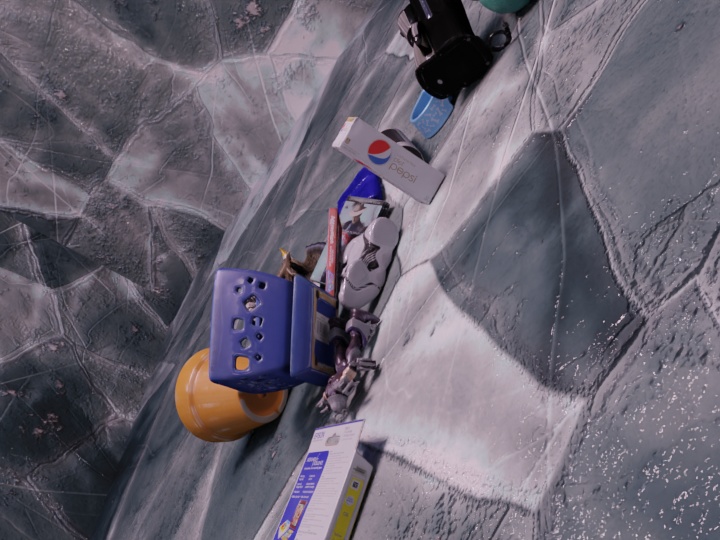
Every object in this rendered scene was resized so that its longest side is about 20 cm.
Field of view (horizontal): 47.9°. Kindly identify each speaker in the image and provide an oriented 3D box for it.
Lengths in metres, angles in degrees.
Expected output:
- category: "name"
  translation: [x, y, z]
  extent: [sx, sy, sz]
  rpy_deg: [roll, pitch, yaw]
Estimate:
- category: "speaker"
  translation: [0.076, -0.239, 1.679]
  extent: [0.082, 0.081, 0.200]
  rpy_deg: [-56, 17, 14]

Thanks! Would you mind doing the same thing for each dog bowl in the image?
- category: "dog bowl"
  translation: [0.167, -0.373, 1.681]
  extent: [0.202, 0.049, 0.111]
  rpy_deg: [-64, 17, -8]

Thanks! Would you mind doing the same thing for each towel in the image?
- category: "towel"
  translation: [-0.008, -0.153, 1.836]
  extent: [0.148, 0.049, 0.201]
  rpy_deg: [-55, 17, 20]

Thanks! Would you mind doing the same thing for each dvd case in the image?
- category: "dvd case"
  translation: [-0.024, -0.058, 1.695]
  extent: [0.145, 0.022, 0.202]
  rpy_deg: [16, 78, 56]

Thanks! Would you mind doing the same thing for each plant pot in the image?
- category: "plant pot"
  translation: [-0.252, 0.254, 1.679]
  extent: [0.182, 0.200, 0.202]
  rpy_deg: [-12, 49, 48]
- category: "plant pot"
  translation: [-0.143, 0.110, 1.432]
  extent: [0.200, 0.178, 0.202]
  rpy_deg: [39, -129, -68]

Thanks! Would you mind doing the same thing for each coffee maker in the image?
- category: "coffee maker"
  translation: [0.180, -0.463, 1.591]
  extent: [0.190, 0.135, 0.201]
  rpy_deg: [-17, 52, 5]

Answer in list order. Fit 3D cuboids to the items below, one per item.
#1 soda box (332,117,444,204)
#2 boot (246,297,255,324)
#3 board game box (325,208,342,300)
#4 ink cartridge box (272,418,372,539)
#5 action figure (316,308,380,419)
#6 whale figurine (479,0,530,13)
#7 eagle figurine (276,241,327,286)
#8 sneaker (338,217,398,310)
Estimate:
- category: "soda box"
  translation: [0.051, -0.199, 1.472]
  extent: [0.064, 0.199, 0.068]
  rpy_deg: [-59, 17, 1]
- category: "boot"
  translation: [-0.169, 0.117, 1.783]
  extent: [0.168, 0.198, 0.077]
  rpy_deg: [59, -132, -69]
- category: "board game box"
  translation: [-0.052, -0.009, 1.594]
  extent: [0.103, 0.019, 0.202]
  rpy_deg: [76, -165, -70]
- category: "ink cartridge box"
  translation: [-0.051, 0.326, 1.188]
  extent: [0.197, 0.047, 0.201]
  rpy_deg: [-30, 33, 62]
- category: "action figure"
  translation: [-0.021, 0.157, 1.340]
  extent: [0.130, 0.069, 0.201]
  rpy_deg: [-37, 32, 39]
- category: "whale figurine"
  translation: [0.263, -0.540, 1.559]
  extent: [0.200, 0.157, 0.105]
  rpy_deg: [-162, 63, -74]
- category: "eagle figurine"
  translation: [-0.132, 0.004, 1.853]
  extent: [0.150, 0.200, 0.153]
  rpy_deg: [-12, 83, 23]
- category: "sneaker"
  translation: [0.000, 0.000, 1.524]
  extent: [0.115, 0.075, 0.201]
  rpy_deg: [-36, 25, 58]
